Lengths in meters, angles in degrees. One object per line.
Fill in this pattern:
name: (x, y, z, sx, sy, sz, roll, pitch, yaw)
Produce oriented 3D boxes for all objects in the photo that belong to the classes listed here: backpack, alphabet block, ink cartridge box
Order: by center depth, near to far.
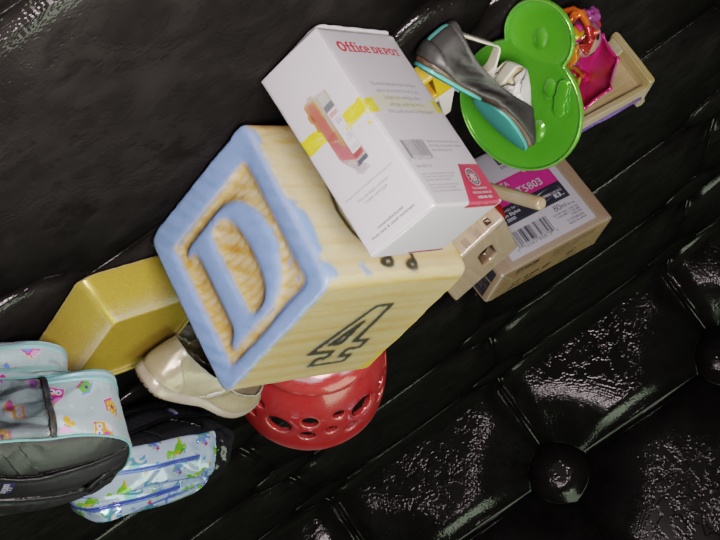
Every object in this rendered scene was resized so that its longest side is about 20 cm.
ink cartridge box: (0.020, -0.119, 1.356, 0.083, 0.201, 0.145, -39, 165, 27)
alphabet block: (-0.054, -0.016, 1.475, 0.199, 0.196, 0.196, -7, 152, -46)
backpack: (-0.339, 0.164, 1.502, 0.199, 0.154, 0.176, 5, 143, -28)
backpack: (-0.288, 0.236, 1.863, 0.199, 0.163, 0.155, 7, 99, -51)
ink cartridge box: (0.200, -0.076, 1.927, 0.199, 0.165, 0.075, -27, 161, -28)

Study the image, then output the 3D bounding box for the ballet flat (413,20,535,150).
ballet flat: (0.136, -0.194, 1.526, 0.200, 0.068, 0.069, 32, 93, -46)

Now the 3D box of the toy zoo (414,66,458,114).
toy zoo: (0.031, -0.160, 1.590, 0.199, 0.021, 0.131, -35, 165, 1)

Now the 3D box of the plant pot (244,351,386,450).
plant pot: (-0.064, 0.100, 1.858, 0.200, 0.201, 0.183, -30, 154, -19)

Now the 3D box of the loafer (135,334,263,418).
loafer: (-0.169, 0.118, 1.686, 0.068, 0.076, 0.200, -47, 152, 17)

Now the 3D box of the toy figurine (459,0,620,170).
toy figurine: (0.223, -0.236, 1.646, 0.184, 0.150, 0.201, -38, 147, -47)

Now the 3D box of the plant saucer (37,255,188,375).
plant saucer: (-0.253, 0.060, 1.601, 0.199, 0.049, 0.200, -19, 159, -45)

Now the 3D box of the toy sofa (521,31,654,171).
toy sofa: (0.258, -0.202, 1.828, 0.199, 0.083, 0.098, -30, 163, -20)

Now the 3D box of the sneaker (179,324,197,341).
sneaker: (-0.191, 0.095, 1.828, 0.089, 0.075, 0.200, -47, 171, -21)

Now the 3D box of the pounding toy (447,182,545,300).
pounding toy: (0.109, -0.074, 1.695, 0.142, 0.184, 0.200, -41, 164, 1)
